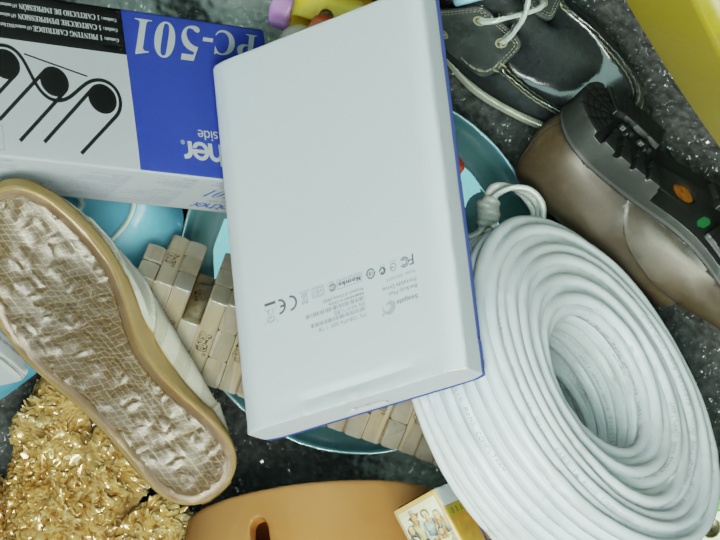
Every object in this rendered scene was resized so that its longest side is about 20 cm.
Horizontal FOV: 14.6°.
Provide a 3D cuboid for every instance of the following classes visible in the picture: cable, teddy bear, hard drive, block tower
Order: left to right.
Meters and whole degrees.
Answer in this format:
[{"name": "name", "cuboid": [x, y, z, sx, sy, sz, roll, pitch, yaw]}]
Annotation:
[{"name": "teddy bear", "cuboid": [-0.158, 0.120, 1.512, 0.145, 0.067, 0.200, 40, 87, 1]}, {"name": "block tower", "cuboid": [-0.027, 0.042, 1.490, 0.199, 0.054, 0.058, 20, 120, -3]}, {"name": "hard drive", "cuboid": [-0.008, -0.028, 1.412, 0.132, 0.025, 0.201, -18, 67, 31]}, {"name": "cable", "cuboid": [0.103, 0.068, 1.445, 0.069, 0.200, 0.200, -31, 119, 32]}]

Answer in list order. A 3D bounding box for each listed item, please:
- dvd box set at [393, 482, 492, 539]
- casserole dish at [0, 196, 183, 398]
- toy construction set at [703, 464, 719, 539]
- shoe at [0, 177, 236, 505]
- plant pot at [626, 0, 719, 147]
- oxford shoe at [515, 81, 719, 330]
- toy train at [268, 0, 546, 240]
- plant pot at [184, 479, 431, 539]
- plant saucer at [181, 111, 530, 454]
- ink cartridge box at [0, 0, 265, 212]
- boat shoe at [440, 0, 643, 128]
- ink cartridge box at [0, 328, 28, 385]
[{"name": "dvd box set", "cuboid": [0.098, 0.195, 1.441, 0.029, 0.146, 0.200, -31, 82, 20]}, {"name": "casserole dish", "cuboid": [-0.189, -0.013, 1.511, 0.200, 0.039, 0.121, -39, 72, -3]}, {"name": "toy construction set", "cuboid": [0.212, 0.183, 1.520, 0.131, 0.092, 0.201, -1, 78, -3]}, {"name": "shoe", "cuboid": [-0.133, 0.034, 1.440, 0.070, 0.053, 0.200, -31, 110, 6]}, {"name": "plant pot", "cuboid": [0.272, -0.113, 1.482, 0.199, 0.200, 0.177, -23, 102, -3]}, {"name": "oxford shoe", "cuboid": [0.165, -0.011, 1.536, 0.200, 0.073, 0.084, 44, 122, -11]}, {"name": "toy train", "cuboid": [0.025, -0.102, 1.477, 0.150, 0.056, 0.201, -9, 97, 19]}, {"name": "plant pot", "cuboid": [-0.018, 0.192, 1.465, 0.199, 0.200, 0.141, -6, 73, -3]}, {"name": "plant saucer", "cuboid": [0.000, 0.000, 1.541, 0.199, 0.027, 0.201, 0, 88, -3]}, {"name": "ink cartridge box", "cuboid": [-0.138, -0.087, 1.456, 0.199, 0.044, 0.094, 6, 66, -35]}, {"name": "boat shoe", "cuboid": [0.071, -0.140, 1.528, 0.200, 0.068, 0.072, 39, 86, -3]}, {"name": "ink cartridge box", "cuboid": [-0.265, -0.032, 1.466, 0.145, 0.084, 0.201, -13, 71, 7]}]
